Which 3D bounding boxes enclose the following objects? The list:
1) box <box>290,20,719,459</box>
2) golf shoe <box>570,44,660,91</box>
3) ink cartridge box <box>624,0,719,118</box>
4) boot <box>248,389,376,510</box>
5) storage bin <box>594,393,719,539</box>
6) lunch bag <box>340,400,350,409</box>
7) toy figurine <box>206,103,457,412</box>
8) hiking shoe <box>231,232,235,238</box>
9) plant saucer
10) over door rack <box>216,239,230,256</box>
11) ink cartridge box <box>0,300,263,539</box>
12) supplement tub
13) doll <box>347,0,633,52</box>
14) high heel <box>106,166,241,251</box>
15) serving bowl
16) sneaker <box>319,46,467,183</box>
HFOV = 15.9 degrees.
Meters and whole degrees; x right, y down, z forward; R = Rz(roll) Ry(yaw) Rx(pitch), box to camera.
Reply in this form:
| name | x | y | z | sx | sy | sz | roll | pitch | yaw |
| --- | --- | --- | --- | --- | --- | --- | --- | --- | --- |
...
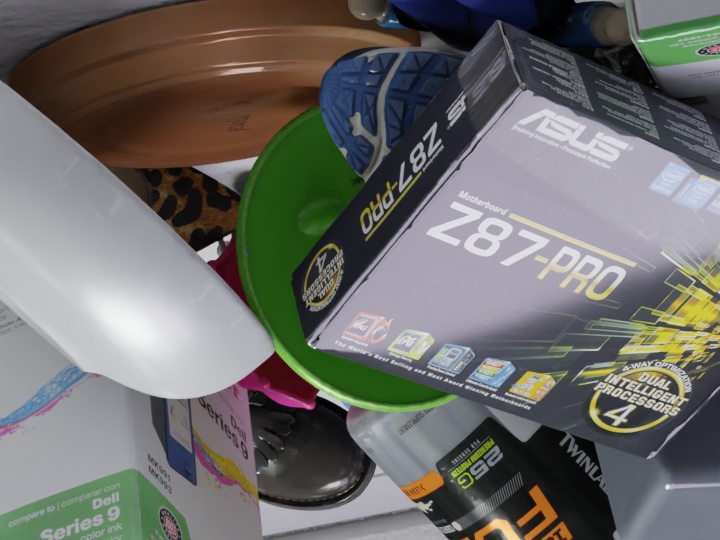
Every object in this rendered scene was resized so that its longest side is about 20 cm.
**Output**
| name | x | y | z | sx | sy | sz | roll | pitch | yaw |
| --- | --- | --- | --- | --- | --- | --- | --- | --- | --- |
| box | 0.094 | -0.007 | 1.110 | 0.199 | 0.049 | 0.161 | 21 | 124 | -31 |
| golf shoe | 0.161 | -0.078 | 1.324 | 0.198 | 0.078 | 0.094 | -4 | 168 | -16 |
| ink cartridge box | 0.191 | -0.125 | 1.091 | 0.145 | 0.085 | 0.200 | -11 | 169 | 11 |
| boot | -0.100 | 0.074 | 1.447 | 0.199 | 0.070 | 0.174 | 20 | 174 | 18 |
| storage bin | 0.180 | 0.051 | 1.288 | 0.133 | 0.201 | 0.146 | -4 | 151 | -14 |
| lunch bag | 0.087 | 0.064 | 1.498 | 0.160 | 0.083 | 0.200 | -10 | 148 | 19 |
| toy figurine | 0.000 | 0.000 | 1.285 | 0.199 | 0.151 | 0.184 | -22 | 178 | -25 |
| hiking shoe | -0.014 | 0.005 | 1.524 | 0.075 | 0.102 | 0.200 | -14 | 168 | 21 |
| plant saucer | -0.068 | -0.085 | 1.225 | 0.199 | 0.033 | 0.200 | -8 | 169 | -2 |
| over door rack | -0.164 | -0.014 | 1.437 | 0.198 | 0.067 | 0.148 | 4 | 169 | 3 |
| ink cartridge box | -0.115 | 0.104 | 1.262 | 0.087 | 0.201 | 0.146 | -22 | 135 | 13 |
| supplement tub | 0.099 | 0.108 | 1.352 | 0.123 | 0.200 | 0.123 | -44 | -175 | 5 |
| doll | 0.055 | -0.116 | 1.103 | 0.135 | 0.049 | 0.200 | 8 | 177 | 19 |
| high heel | -0.150 | -0.029 | 1.276 | 0.198 | 0.072 | 0.143 | 2 | -179 | -5 |
| serving bowl | -0.132 | -0.008 | 1.141 | 0.066 | 0.200 | 0.200 | -48 | 172 | -8 |
| sneaker | 0.067 | -0.056 | 1.163 | 0.199 | 0.078 | 0.085 | 17 | -166 | -22 |
